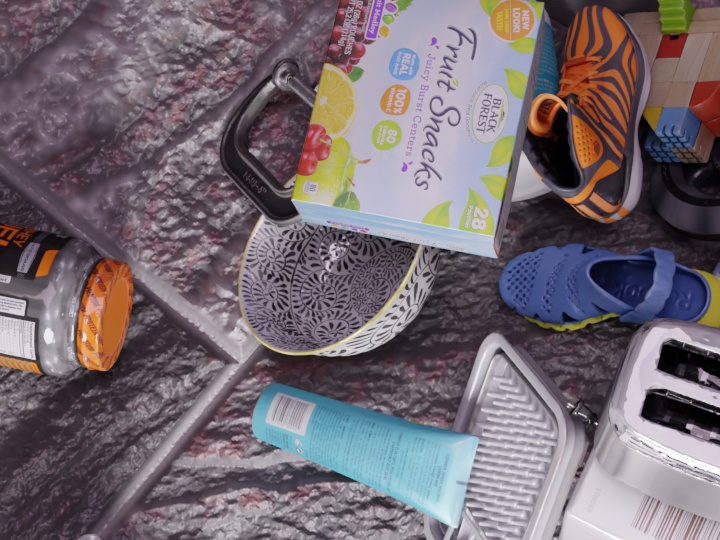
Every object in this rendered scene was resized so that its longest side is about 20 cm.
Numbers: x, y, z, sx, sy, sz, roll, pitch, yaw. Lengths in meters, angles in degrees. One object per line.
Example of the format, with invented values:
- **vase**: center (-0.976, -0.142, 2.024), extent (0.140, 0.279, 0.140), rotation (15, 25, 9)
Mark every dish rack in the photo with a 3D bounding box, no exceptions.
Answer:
- **dish rack**: center (0.120, 0.168, 1.298), extent (0.043, 0.172, 0.201), rotation (8, 111, -22)

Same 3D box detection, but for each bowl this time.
- **bowl**: center (0.000, 0.000, 1.395), extent (0.200, 0.094, 0.202), rotation (-22, 50, 29)

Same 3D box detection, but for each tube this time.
- **tube**: center (0.003, 0.147, 1.358), extent (0.199, 0.050, 0.078), rotation (17, 105, 27)

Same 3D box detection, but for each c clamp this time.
- **c clamp**: center (-0.048, -0.127, 1.433), extent (0.200, 0.027, 0.172), rotation (37, 99, 48)

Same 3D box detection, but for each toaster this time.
- **toaster**: center (0.244, 0.104, 1.132), extent (0.199, 0.129, 0.114), rotation (20, 75, 11)

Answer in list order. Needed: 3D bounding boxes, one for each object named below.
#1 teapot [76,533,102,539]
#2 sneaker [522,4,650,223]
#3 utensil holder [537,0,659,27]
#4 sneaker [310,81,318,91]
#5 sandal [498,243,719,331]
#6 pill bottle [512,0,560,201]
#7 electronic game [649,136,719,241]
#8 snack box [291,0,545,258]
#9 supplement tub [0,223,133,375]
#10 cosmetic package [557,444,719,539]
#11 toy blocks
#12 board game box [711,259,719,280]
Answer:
- **teapot**: center (-0.252, 0.347, 1.295), extent (0.196, 0.146, 0.201), rotation (-26, 73, -4)
- **sneaker**: center (0.186, -0.147, 1.360), extent (0.077, 0.112, 0.202), rotation (-20, 62, 37)
- **utensil holder**: center (0.225, -0.325, 1.440), extent (0.168, 0.200, 0.171), rotation (-1, 73, 5)
- **sneaker**: center (0.029, -0.130, 1.425), extent (0.066, 0.199, 0.091), rotation (-4, 92, -39)
- **sandal**: center (0.207, 0.009, 1.379), extent (0.199, 0.087, 0.080), rotation (1, 72, 30)
- **pill bottle**: center (0.123, -0.170, 1.447), extent (0.110, 0.111, 0.202), rotation (-6, 72, 2)
- **electronic game**: center (0.341, -0.105, 1.393), extent (0.199, 0.042, 0.201), rotation (-28, 35, 21)
- **snack box**: center (0.050, -0.126, 1.298), extent (0.167, 0.068, 0.202), rotation (11, 77, 11)
- **supplement tub**: center (-0.307, 0.022, 1.413), extent (0.198, 0.123, 0.124), rotation (10, 74, 7)
- **cosmetic package**: center (0.264, 0.171, 1.282), extent (0.166, 0.200, 0.167), rotation (25, 76, 11)
- **toy blocks**: center (0.284, -0.156, 1.402), extent (0.199, 0.100, 0.138), rotation (3, 65, 43)
- **board game box**: center (0.398, 0.038, 1.387), extent (0.199, 0.062, 0.201), rotation (28, 77, 13)
